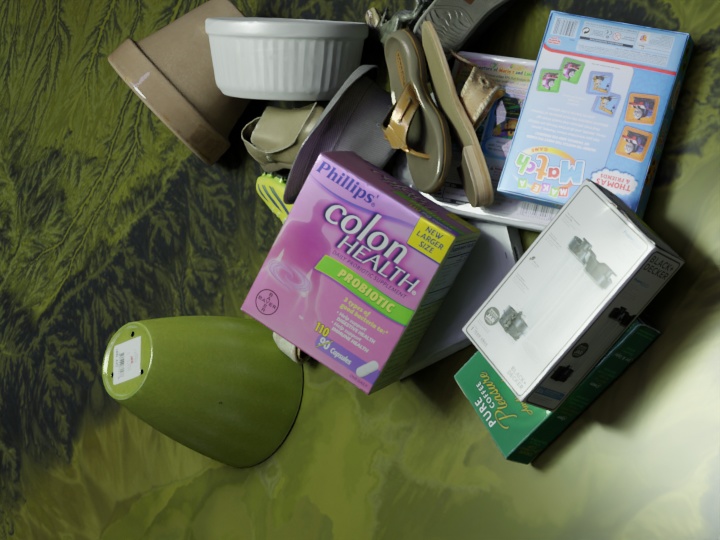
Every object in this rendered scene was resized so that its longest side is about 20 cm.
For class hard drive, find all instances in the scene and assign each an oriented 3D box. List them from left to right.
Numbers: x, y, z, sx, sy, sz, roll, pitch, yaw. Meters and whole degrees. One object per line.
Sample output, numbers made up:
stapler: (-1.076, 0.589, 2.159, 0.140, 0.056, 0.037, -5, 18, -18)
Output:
hard drive: (0.098, 0.025, 1.504, 0.200, 0.026, 0.132, -29, 57, 33)

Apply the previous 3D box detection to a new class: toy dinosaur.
toy dinosaur: (0.053, -0.296, 1.623, 0.088, 0.047, 0.200, -51, 21, 13)

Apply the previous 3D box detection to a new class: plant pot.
plant pot: (-0.205, 0.131, 1.631, 0.187, 0.200, 0.187, -16, 65, 39)
plant pot: (-0.208, -0.269, 1.805, 0.175, 0.200, 0.200, -43, 48, 2)

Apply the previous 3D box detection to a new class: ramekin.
ramekin: (-0.091, -0.263, 1.673, 0.202, 0.202, 0.094, 14, 107, 45)

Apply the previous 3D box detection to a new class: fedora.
fedora: (-0.002, -0.143, 1.574, 0.200, 0.090, 0.177, -56, -8, -44)

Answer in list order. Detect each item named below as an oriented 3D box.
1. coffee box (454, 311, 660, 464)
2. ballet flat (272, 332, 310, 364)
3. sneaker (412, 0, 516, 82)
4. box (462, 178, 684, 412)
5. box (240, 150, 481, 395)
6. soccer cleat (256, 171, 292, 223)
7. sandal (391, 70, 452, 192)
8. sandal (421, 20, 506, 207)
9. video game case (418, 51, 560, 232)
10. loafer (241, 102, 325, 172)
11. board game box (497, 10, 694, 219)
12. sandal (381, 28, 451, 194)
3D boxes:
coffee box: (0.196, 0.087, 1.375, 0.200, 0.044, 0.123, -49, 48, 18)
ballet flat: (-0.029, 0.030, 1.602, 0.200, 0.067, 0.062, -53, 56, 24)
sneaker: (0.128, -0.307, 1.563, 0.075, 0.106, 0.200, 45, 81, 5)
box: (0.205, 0.025, 1.315, 0.200, 0.060, 0.117, -53, 47, 15)
box: (0.000, 0.000, 1.461, 0.176, 0.097, 0.200, 33, 106, 15)
soccer cleat: (-0.076, -0.065, 1.676, 0.200, 0.065, 0.084, 31, 104, 45)
sandal: (0.091, -0.151, 1.559, 0.203, 0.050, 0.082, -60, 29, 0)
sandal: (0.126, -0.173, 1.451, 0.070, 0.078, 0.212, -13, 77, -8)
video game case: (0.172, -0.138, 1.457, 0.200, 0.024, 0.182, 13, 84, 29)
loafer: (-0.097, -0.168, 1.681, 0.200, 0.067, 0.076, -18, 42, 62)
board game box: (0.242, -0.158, 1.392, 0.151, 0.037, 0.200, 16, 85, 26)
sandal: (0.049, -0.173, 1.477, 0.080, 0.054, 0.200, -45, 55, 58)
